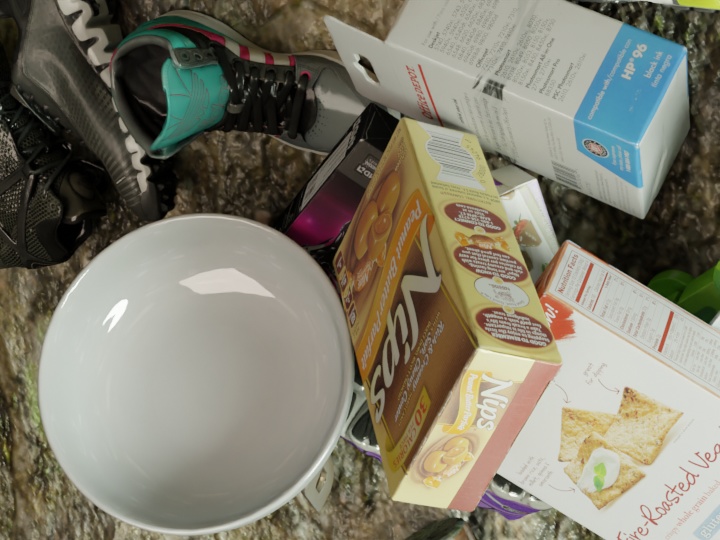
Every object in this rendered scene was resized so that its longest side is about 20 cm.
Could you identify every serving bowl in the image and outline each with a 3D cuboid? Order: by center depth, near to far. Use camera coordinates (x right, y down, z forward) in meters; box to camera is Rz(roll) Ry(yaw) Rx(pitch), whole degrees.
[{"bbox_3d":[-0.096,0.068,1.028,0.198,0.066,0.202,-3,73,10],"label":"serving bowl"}]

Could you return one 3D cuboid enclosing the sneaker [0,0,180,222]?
[{"bbox_3d":[-0.193,-0.121,1.141,0.090,0.066,0.201,-21,95,15],"label":"sneaker"}]

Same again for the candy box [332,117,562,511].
[{"bbox_3d":[0.043,0.021,0.926,0.055,0.201,0.116,11,127,-21],"label":"candy box"}]

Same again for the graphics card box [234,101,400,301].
[{"bbox_3d":[0.000,0.000,1.076,0.125,0.051,0.200,33,124,-13],"label":"graphics card box"}]

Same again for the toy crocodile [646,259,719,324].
[{"bbox_3d":[0.216,0.019,0.975,0.062,0.068,0.200,49,127,-3],"label":"toy crocodile"}]

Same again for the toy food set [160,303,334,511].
[{"bbox_3d":[-0.103,0.090,1.136,0.200,0.144,0.061,37,81,11],"label":"toy food set"}]

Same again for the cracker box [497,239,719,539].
[{"bbox_3d":[0.163,0.091,0.932,0.199,0.058,0.134,31,131,1],"label":"cracker box"}]

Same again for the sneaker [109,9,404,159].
[{"bbox_3d":[-0.081,-0.111,1.058,0.199,0.121,0.084,19,118,21],"label":"sneaker"}]

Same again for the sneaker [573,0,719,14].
[{"bbox_3d":[0.157,-0.192,0.930,0.199,0.074,0.082,9,104,20],"label":"sneaker"}]

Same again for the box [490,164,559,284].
[{"bbox_3d":[0.114,0.032,1.017,0.038,0.041,0.201,-25,113,-8],"label":"box"}]

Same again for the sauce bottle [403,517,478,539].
[{"bbox_3d":[0.093,0.271,1.148,0.064,0.065,0.201,-26,97,34],"label":"sauce bottle"}]

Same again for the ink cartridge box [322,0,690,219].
[{"bbox_3d":[0.087,-0.115,0.958,0.199,0.116,0.068,25,78,18],"label":"ink cartridge box"}]

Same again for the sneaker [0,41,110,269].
[{"bbox_3d":[-0.240,-0.094,1.186,0.113,0.076,0.201,2,113,27],"label":"sneaker"}]

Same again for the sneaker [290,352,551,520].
[{"bbox_3d":[0.038,0.116,1.082,0.199,0.081,0.083,29,143,-8],"label":"sneaker"}]

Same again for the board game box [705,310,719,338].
[{"bbox_3d":[0.285,0.070,0.931,0.199,0.026,0.200,28,130,-5],"label":"board game box"}]
